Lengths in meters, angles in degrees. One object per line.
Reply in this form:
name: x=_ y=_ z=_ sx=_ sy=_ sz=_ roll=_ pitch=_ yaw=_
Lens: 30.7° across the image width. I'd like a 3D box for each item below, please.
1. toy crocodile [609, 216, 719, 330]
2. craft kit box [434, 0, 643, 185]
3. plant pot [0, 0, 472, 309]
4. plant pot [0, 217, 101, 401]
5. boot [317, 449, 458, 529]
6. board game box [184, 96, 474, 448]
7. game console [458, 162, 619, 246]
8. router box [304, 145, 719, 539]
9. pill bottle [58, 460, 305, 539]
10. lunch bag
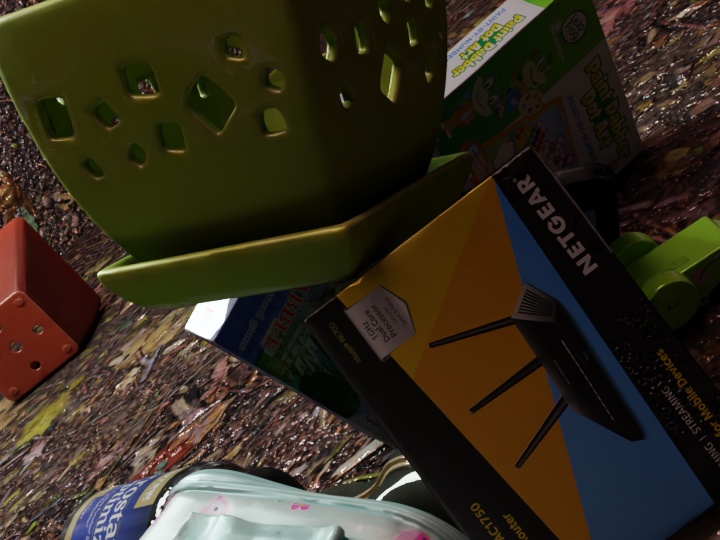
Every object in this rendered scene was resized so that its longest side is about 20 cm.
toy crocodile: x=0.163 y=0.036 z=0.848 sx=0.200 sy=0.062 sz=0.068 roll=-37 pitch=34 yaw=-1
craft kit box: x=0.126 y=-0.109 z=1.061 sx=0.198 sy=0.200 sz=0.048 roll=-44 pitch=45 yaw=-12
plant pot: x=-0.057 y=-0.089 z=0.750 sx=0.198 sy=0.182 sz=0.200 roll=-10 pitch=13 yaw=30
plant pot: x=-0.524 y=0.078 z=1.989 sx=0.200 sy=0.200 sz=0.176 roll=-38 pitch=28 yaw=4
boot: x=0.006 y=0.188 z=0.775 sx=0.200 sy=0.077 sz=0.139 roll=-40 pitch=14 yaw=52
board game box: x=0.000 y=0.000 z=0.942 sx=0.041 sy=0.199 sz=0.201 roll=19 pitch=79 yaw=48
game console: x=0.095 y=0.031 z=0.873 sx=0.175 sy=0.117 sz=0.200 roll=-12 pitch=-21 yaw=8
router box: x=0.090 y=0.060 z=0.683 sx=0.149 sy=0.200 sz=0.051 roll=-38 pitch=-3 yaw=7
pill bottle: x=-0.123 y=0.197 z=0.935 sx=0.200 sy=0.112 sz=0.112 roll=-22 pitch=23 yaw=45
lunch bag: x=-0.012 y=0.172 z=0.631 sx=0.199 sy=0.161 sz=0.077 roll=0 pitch=38 yaw=38
